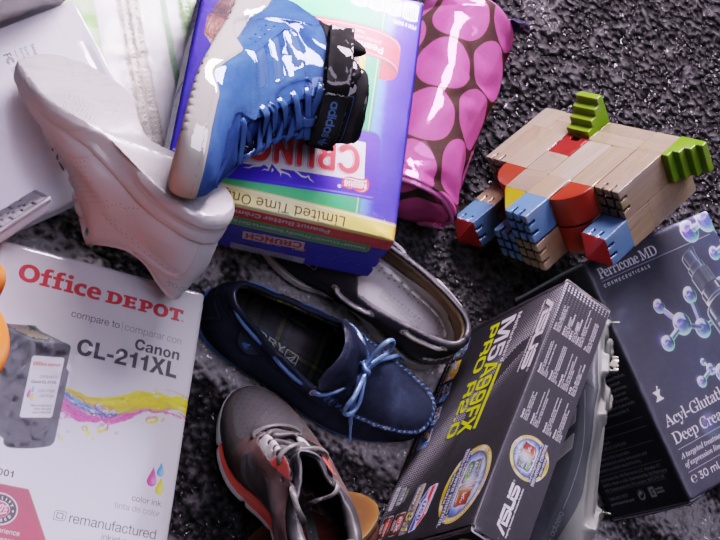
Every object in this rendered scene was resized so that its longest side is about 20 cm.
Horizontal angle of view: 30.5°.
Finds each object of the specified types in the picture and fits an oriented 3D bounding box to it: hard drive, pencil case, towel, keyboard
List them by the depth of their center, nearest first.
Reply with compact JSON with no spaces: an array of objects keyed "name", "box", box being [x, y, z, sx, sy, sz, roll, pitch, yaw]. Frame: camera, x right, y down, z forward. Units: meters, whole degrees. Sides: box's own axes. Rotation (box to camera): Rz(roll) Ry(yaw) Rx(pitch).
[{"name":"keyboard","box":[-0.283,0.007,0.830,0.199,0.056,0.011,-36,116,-16]},{"name":"hard drive","box":[-0.257,-0.089,0.906,0.198,0.027,0.133,-28,87,-24]},{"name":"towel","box":[-0.141,-0.153,1.008,0.197,0.031,0.151,-4,73,-26]},{"name":"pencil case","box":[0.068,-0.128,1.074,0.094,0.090,0.202,51,52,-46]}]

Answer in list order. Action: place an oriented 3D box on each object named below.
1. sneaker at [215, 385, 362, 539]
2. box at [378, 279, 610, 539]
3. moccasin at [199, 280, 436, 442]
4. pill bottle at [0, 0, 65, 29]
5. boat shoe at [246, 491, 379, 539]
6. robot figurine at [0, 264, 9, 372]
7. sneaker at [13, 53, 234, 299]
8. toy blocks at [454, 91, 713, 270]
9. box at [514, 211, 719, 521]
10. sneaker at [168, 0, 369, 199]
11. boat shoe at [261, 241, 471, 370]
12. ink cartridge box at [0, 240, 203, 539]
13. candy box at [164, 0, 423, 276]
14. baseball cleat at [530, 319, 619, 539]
[{"name":"sneaker","box":[-0.039,0.136,0.884,0.076,0.083,0.201,-9,42,-24]},{"name":"box","box":[0.091,0.119,0.954,0.044,0.160,0.202,32,62,-13]},{"name":"moccasin","box":[-0.027,0.071,0.962,0.198,0.068,0.081,24,64,-19]},{"name":"pill bottle","box":[-0.288,-0.264,0.912,0.116,0.116,0.202,-26,87,-32]},{"name":"boat shoe","box":[-0.061,0.223,0.899,0.199,0.070,0.071,-28,124,-39]},{"name":"robot figurine","box":[-0.274,0.067,0.745,0.116,0.201,0.145,13,33,-38]},{"name":"sneaker","box":[-0.171,-0.062,0.871,0.200,0.089,0.075,44,34,25]},{"name":"toy blocks","box":[0.160,-0.059,1.044,0.136,0.199,0.101,-39,124,-22]},{"name":"box","box":[0.245,0.077,1.081,0.147,0.107,0.202,-21,83,-31]},{"name":"sneaker","box":[-0.050,-0.106,0.854,0.110,0.077,0.201,20,39,-4]},{"name":"boat shoe","box":[0.000,0.000,1.005,0.200,0.060,0.074,43,61,-8]},{"name":"ink cartridge box","box":[-0.193,0.099,0.858,0.144,0.083,0.203,15,67,-22]},{"name":"candy box","box":[-0.051,-0.114,0.963,0.167,0.077,0.203,12,68,-10]},{"name":"baseball cleat","box":[0.139,0.128,0.996,0.105,0.070,0.203,4,88,15]}]
